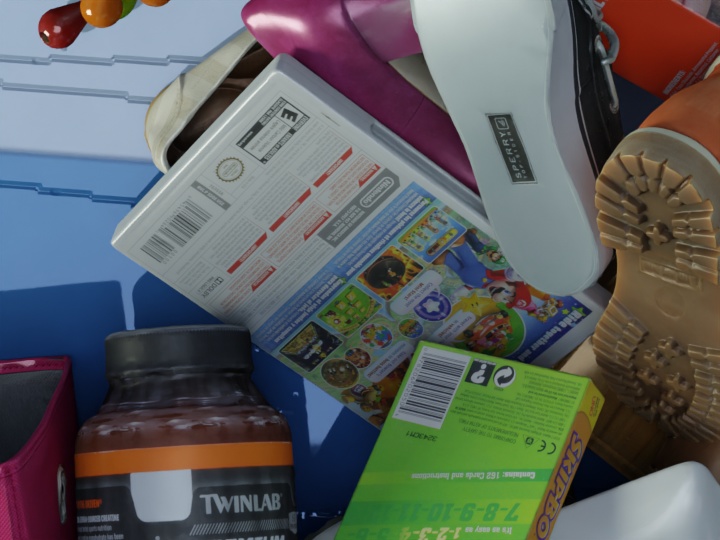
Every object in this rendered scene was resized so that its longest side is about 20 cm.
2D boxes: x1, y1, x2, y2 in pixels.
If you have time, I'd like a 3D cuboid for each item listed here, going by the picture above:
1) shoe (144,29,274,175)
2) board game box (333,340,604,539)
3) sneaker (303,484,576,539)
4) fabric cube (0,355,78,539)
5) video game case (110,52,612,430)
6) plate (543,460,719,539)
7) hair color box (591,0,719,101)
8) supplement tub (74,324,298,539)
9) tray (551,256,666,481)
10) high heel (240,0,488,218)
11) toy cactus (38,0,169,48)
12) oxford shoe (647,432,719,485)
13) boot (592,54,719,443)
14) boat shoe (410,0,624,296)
[{"bbox_3d":[-0.016,-0.101,1.038,0.200,0.053,0.070,-32,99,6],"label":"shoe"},{"bbox_3d":[0.031,0.132,0.978,0.095,0.030,0.201,12,66,34],"label":"board game box"},{"bbox_3d":[0.024,0.150,1.058,0.200,0.074,0.079,-45,56,19],"label":"sneaker"},{"bbox_3d":[-0.229,0.167,1.022,0.199,0.196,0.200,-6,101,1],"label":"fabric cube"},{"bbox_3d":[0.000,0.000,1.029,0.200,0.018,0.143,36,128,-16],"label":"video game case"},{"bbox_3d":[0.113,0.193,1.032,0.199,0.032,0.200,-23,126,20],"label":"plate"},{"bbox_3d":[0.157,-0.136,0.997,0.199,0.111,0.064,28,144,-4],"label":"hair color box"},{"bbox_3d":[-0.082,0.128,1.026,0.106,0.107,0.201,-4,85,1],"label":"supplement tub"},{"bbox_3d":[0.177,0.010,1.069,0.099,0.037,0.200,38,100,-6],"label":"tray"},{"bbox_3d":[0.020,-0.062,1.021,0.096,0.068,0.200,-9,138,19],"label":"high heel"},{"bbox_3d":[-0.086,-0.200,0.991,0.165,0.102,0.201,-26,140,-33],"label":"toy cactus"},{"bbox_3d":[0.163,0.106,1.047,0.200,0.071,0.071,-39,76,14],"label":"oxford shoe"},{"bbox_3d":[0.158,-0.008,0.968,0.075,0.107,0.200,23,144,23],"label":"boot"},{"bbox_3d":[0.081,-0.088,0.949,0.073,0.068,0.200,-1,123,38],"label":"boat shoe"}]
